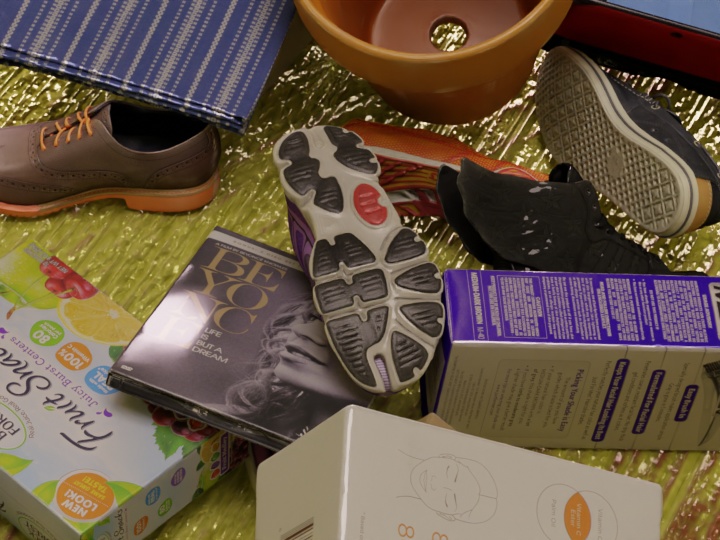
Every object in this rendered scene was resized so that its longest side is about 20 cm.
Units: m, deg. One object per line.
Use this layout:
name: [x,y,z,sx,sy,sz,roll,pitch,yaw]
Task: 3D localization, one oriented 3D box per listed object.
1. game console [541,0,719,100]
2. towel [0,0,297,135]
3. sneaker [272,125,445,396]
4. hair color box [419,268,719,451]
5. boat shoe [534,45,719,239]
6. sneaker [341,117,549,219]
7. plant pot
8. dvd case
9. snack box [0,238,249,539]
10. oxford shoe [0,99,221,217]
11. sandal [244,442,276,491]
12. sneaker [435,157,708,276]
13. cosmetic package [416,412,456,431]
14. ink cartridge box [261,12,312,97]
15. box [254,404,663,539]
game console: [0.237,-0.190,1.752,0.199,0.119,0.173,16,53,-5]
towel: [-0.148,-0.171,1.654,0.199,0.024,0.145,17,55,6]
sneaker: [0.000,0.000,1.544,0.080,0.084,0.201,-11,52,-9]
hair color box: [0.143,0.057,1.546,0.198,0.110,0.065,3,50,-7]
boat shoe: [0.184,-0.087,1.697,0.062,0.075,0.200,0,32,-34]
sneaker: [0.073,-0.061,1.664,0.199,0.073,0.077,20,34,2]
plant pot: [0.053,-0.192,1.674,0.199,0.183,0.202,-2,68,5]
dvd case: [-0.054,0.044,1.528,0.148,0.016,0.200,20,30,7]
snack box: [-0.185,0.081,1.504,0.200,0.053,0.142,35,54,27]
oxford shoe: [-0.191,-0.084,1.638,0.198,0.073,0.072,-3,51,-11]
sandal: [-0.038,0.088,1.532,0.082,0.050,0.203,-12,52,-18]
sneaker: [0.143,-0.022,1.598,0.198,0.060,0.105,-3,90,-26]
cosmetic package: [0.002,0.188,1.403,0.071,0.105,0.200,39,52,-9]
ink cartridge box: [-0.084,-0.231,1.771,0.145,0.085,0.200,27,52,15]
box: [0.051,0.178,1.306,0.199,0.106,0.153,17,61,-25]
